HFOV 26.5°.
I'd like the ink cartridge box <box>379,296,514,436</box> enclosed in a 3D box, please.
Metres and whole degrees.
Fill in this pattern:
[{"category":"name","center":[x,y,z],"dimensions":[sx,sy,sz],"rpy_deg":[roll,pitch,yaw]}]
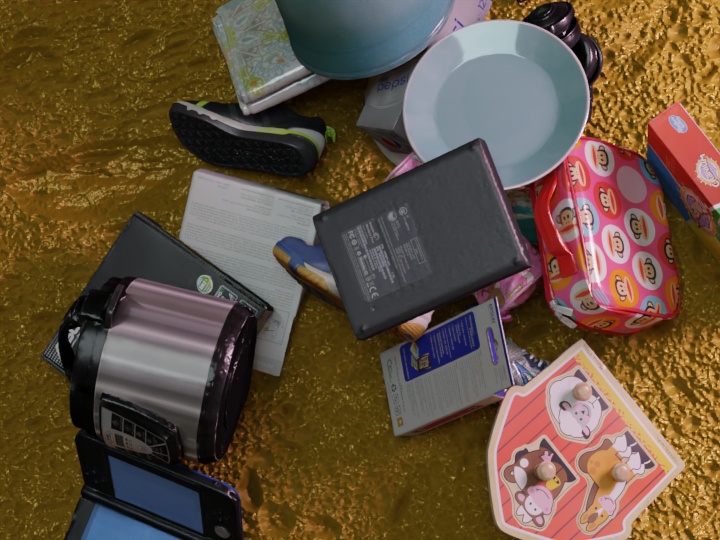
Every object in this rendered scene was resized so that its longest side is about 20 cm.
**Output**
[{"category":"ink cartridge box","center":[0.097,0.104,1.608],"dimensions":[0.037,0.199,0.096],"rpy_deg":[2,69,-36]}]

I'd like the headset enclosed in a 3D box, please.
[{"category":"headset","center":[0.212,-0.250,1.710],"dimensions":[0.093,0.123,0.202],"rpy_deg":[-13,58,27]}]

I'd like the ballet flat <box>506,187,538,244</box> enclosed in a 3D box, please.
[{"category":"ballet flat","center":[0.136,-0.064,1.700],"dimensions":[0.197,0.076,0.064],"rpy_deg":[4,44,12]}]

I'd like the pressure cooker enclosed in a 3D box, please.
[{"category":"pressure cooker","center":[-0.220,0.100,1.596],"dimensions":[0.197,0.179,0.178],"rpy_deg":[14,99,5]}]

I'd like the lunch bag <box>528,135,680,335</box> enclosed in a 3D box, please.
[{"category":"lunch bag","center":[0.249,-0.038,1.609],"dimensions":[0.082,0.175,0.203],"rpy_deg":[-26,63,45]}]

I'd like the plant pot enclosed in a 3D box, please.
[{"category":"plant pot","center":[-0.019,-0.342,1.634],"dimensions":[0.198,0.189,0.202],"rpy_deg":[-13,51,16]}]

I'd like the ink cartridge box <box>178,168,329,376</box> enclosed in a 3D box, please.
[{"category":"ink cartridge box","center":[-0.135,0.000,1.745],"dimensions":[0.161,0.057,0.203],"rpy_deg":[15,99,13]}]

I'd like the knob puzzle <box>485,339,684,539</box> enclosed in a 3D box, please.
[{"category":"knob puzzle","center":[0.217,0.200,1.581],"dimensions":[0.216,0.030,0.223],"rpy_deg":[2,82,-11]}]

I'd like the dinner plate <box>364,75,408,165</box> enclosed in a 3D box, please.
[{"category":"dinner plate","center":[0.101,-0.202,1.758],"dimensions":[0.197,0.024,0.203],"rpy_deg":[-2,75,8]}]

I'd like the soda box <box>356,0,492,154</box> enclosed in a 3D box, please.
[{"category":"soda box","center":[0.072,-0.234,1.714],"dimensions":[0.063,0.068,0.202],"rpy_deg":[13,76,45]}]

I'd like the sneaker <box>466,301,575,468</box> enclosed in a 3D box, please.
[{"category":"sneaker","center":[0.176,0.120,1.642],"dimensions":[0.084,0.077,0.202],"rpy_deg":[-25,81,-5]}]

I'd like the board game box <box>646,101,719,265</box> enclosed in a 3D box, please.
[{"category":"board game box","center":[0.376,-0.065,1.607],"dimensions":[0.040,0.153,0.201],"rpy_deg":[-34,72,0]}]

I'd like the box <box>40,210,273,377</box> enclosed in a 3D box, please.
[{"category":"box","center":[-0.228,0.069,1.713],"dimensions":[0.192,0.048,0.201],"rpy_deg":[35,92,9]}]

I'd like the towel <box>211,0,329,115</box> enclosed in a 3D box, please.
[{"category":"towel","center":[-0.068,-0.277,1.765],"dimensions":[0.198,0.048,0.172],"rpy_deg":[-25,49,6]}]

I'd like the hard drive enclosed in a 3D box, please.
[{"category":"hard drive","center":[0.062,-0.031,1.567],"dimensions":[0.198,0.033,0.141],"rpy_deg":[-24,80,18]}]

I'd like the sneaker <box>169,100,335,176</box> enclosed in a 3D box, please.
[{"category":"sneaker","center":[-0.124,-0.164,1.778],"dimensions":[0.198,0.072,0.083],"rpy_deg":[17,50,15]}]

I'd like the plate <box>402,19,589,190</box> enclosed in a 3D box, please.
[{"category":"plate","center":[0.143,-0.172,1.611],"dimensions":[0.197,0.026,0.203],"rpy_deg":[-4,68,10]}]

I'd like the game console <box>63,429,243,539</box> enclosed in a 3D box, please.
[{"category":"game console","center":[-0.236,0.288,1.644],"dimensions":[0.198,0.172,0.119],"rpy_deg":[19,53,14]}]

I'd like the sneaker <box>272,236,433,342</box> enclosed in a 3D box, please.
[{"category":"sneaker","center":[0.000,0.000,1.659],"dimensions":[0.198,0.075,0.089],"rpy_deg":[27,79,20]}]

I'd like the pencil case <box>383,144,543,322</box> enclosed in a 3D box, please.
[{"category":"pencil case","center":[0.111,-0.040,1.624],"dimensions":[0.200,0.083,0.087],"rpy_deg":[45,126,7]}]
